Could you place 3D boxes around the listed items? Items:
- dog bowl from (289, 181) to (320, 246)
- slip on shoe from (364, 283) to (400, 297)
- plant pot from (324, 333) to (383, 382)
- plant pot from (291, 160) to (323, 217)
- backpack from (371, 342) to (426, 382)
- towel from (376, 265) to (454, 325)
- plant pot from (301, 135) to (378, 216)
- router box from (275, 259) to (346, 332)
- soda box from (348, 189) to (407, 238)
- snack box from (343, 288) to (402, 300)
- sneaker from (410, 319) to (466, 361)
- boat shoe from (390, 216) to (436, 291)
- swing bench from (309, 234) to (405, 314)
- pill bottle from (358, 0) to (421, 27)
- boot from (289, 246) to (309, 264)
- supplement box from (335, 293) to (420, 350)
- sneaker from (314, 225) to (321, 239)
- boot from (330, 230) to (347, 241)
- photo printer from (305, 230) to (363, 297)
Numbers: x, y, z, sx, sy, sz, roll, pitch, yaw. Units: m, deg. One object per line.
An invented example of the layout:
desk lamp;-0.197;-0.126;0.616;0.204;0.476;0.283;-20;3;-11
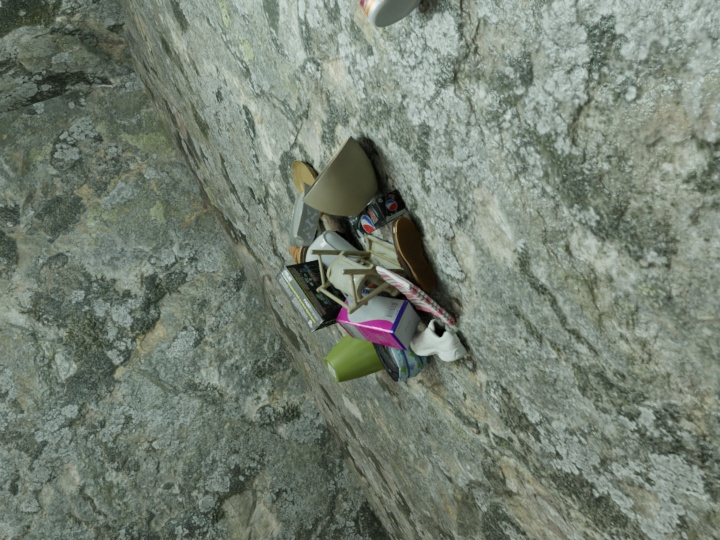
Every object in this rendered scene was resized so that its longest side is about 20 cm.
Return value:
dog bowl;-0.169;-0.167;1.626;0.200;0.058;0.202;-170;90;-74
slip on shoe;0.069;0.048;1.537;0.074;0.062;0.200;25;163;-14
plant pot;-0.017;0.298;1.838;0.187;0.199;0.188;47;154;31
plant pot;-0.164;-0.268;1.733;0.200;0.027;0.201;48;154;33
backpack;0.107;0.228;1.575;0.164;0.152;0.201;105;158;-52
towel;0.136;0.065;1.322;0.200;0.030;0.146;38;175;-35
plant pot;-0.035;-0.213;1.323;0.134;0.201;0.200;37;162;-12
router box;-0.131;0.069;1.530;0.062;0.149;0.200;-47;70;31
soda box;0.040;-0.141;1.358;0.064;0.070;0.200;62;159;-2
snack box;0.040;0.081;1.527;0.199;0.024;0.072;16;161;26
sneaker;0.196;0.173;1.396;0.199;0.078;0.100;-1;109;57
boat shoe;0.118;-0.036;1.305;0.070;0.070;0.201;5;121;58
swing bench;0.000;0.000;1.430;0.199;0.199;0.131;29;132;55
pill bottle;0.018;-0.528;0.893;0.201;0.109;0.110;61;159;3
boot;-0.200;-0.052;1.815;0.155;0.073;0.201;51;156;40
supplement box;0.048;0.136;1.463;0.199;0.102;0.103;9;150;37
sneaker;-0.163;-0.105;1.837;0.080;0.073;0.201;-120;10;-65
boot;-0.089;-0.057;1.740;0.200;0.076;0.169;20;138;50
photo printer;-0.071;-0.021;1.625;0.200;0.070;0.167;38;138;-1
